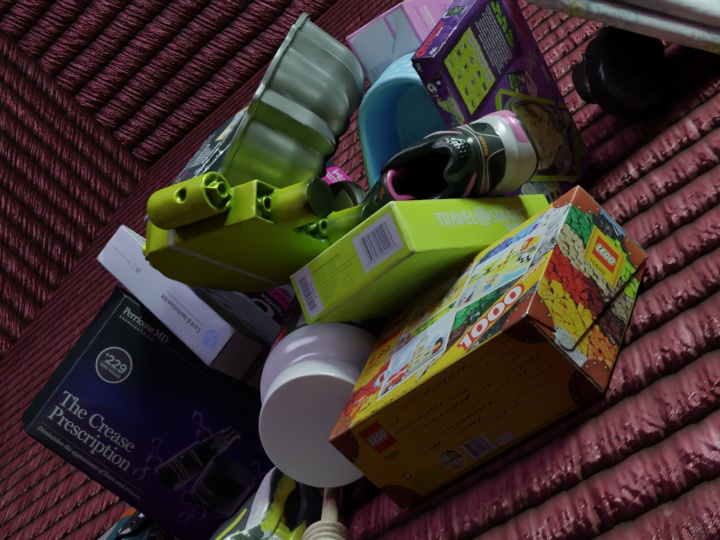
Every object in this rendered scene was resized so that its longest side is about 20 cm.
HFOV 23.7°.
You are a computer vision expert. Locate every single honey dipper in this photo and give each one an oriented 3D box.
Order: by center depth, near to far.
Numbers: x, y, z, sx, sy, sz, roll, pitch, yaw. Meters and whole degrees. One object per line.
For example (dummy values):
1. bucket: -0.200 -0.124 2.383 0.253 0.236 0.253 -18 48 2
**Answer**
1. honey dipper: -0.021 0.179 1.257 0.038 0.038 0.200 -44 9 11

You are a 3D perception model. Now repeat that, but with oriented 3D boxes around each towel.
1. towel: 0.215 -0.233 1.411 0.171 0.199 0.048 -92 17 -72

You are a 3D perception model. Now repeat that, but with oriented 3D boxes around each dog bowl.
1. dog bowl: 0.056 -0.076 1.401 0.111 0.201 0.050 -4 14 30

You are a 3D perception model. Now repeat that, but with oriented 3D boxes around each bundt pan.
1. bundt pan: -0.058 -0.105 1.412 0.202 0.076 0.202 -63 1 1

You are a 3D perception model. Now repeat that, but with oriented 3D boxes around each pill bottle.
1. pill bottle: -0.015 0.078 1.333 0.116 0.116 0.200 -41 11 21

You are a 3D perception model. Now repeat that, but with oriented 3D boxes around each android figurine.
1. android figurine: -0.081 -0.026 1.310 0.200 0.182 0.041 -15 65 41

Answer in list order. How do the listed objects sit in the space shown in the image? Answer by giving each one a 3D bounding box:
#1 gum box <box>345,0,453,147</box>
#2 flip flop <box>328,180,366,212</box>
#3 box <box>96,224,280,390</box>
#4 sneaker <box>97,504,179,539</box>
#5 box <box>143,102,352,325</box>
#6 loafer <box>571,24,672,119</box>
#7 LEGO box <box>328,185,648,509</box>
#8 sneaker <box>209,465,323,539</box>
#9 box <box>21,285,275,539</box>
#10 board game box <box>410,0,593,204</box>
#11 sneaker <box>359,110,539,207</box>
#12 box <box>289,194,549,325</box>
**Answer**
1. gum box: 0.078 -0.145 1.463 0.066 0.200 0.113 -28 2 33
2. flip flop: 0.000 0.000 1.483 0.057 0.200 0.081 -18 44 -14
3. box: -0.115 0.046 1.461 0.041 0.156 0.200 -52 -30 4
4. sneaker: -0.180 0.228 1.540 0.200 0.071 0.080 -54 18 -9
5. box: -0.081 -0.038 1.621 0.115 0.200 0.132 -31 20 53
6. loafer: 0.218 -0.163 1.460 0.071 0.073 0.200 -47 4 24
7. LEGO box: 0.088 0.054 1.175 0.200 0.077 0.149 -36 17 38
8. sneaker: -0.083 0.224 1.252 0.085 0.074 0.200 -46 3 29
9. box: -0.161 0.129 1.436 0.141 0.200 0.079 -55 14 -5
10. board game box: 0.117 -0.126 1.372 0.032 0.200 0.120 4 45 44
11. sneaker: 0.041 -0.064 1.310 0.086 0.081 0.200 -12 -19 -38
12. box: 0.060 -0.009 1.281 0.200 0.048 0.122 -5 -24 -47
